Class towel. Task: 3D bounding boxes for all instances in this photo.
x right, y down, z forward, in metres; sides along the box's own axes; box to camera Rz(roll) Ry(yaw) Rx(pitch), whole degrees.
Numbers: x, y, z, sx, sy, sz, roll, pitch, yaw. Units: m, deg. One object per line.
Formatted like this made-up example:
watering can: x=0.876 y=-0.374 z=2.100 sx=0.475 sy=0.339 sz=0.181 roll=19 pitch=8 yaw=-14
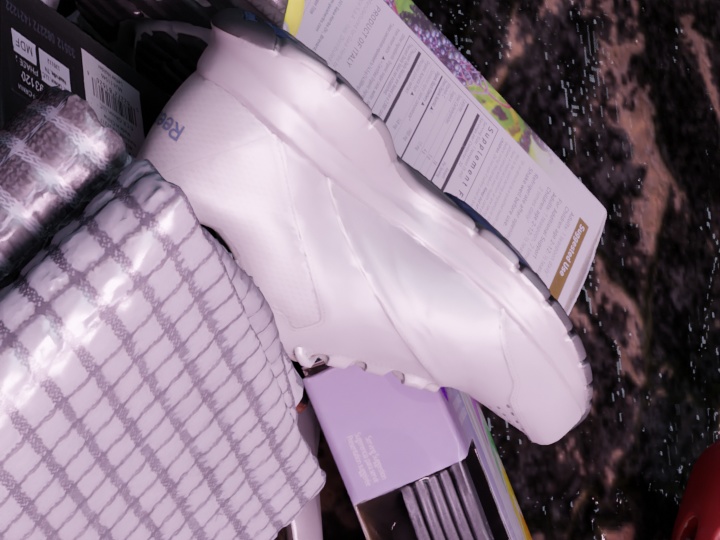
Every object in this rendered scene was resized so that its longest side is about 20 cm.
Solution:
towel: x=-0.101 y=0.056 z=0.687 sx=0.166 sy=0.085 sz=0.200 roll=-47 pitch=154 yaw=-11

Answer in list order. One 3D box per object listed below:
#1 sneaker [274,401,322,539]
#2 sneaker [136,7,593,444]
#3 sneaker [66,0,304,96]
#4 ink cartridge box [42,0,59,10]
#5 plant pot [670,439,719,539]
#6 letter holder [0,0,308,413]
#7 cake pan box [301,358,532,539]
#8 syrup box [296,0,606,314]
sneaker: x=-0.034 y=0.063 z=0.947 sx=0.084 sy=0.072 sz=0.202 roll=-9 pitch=90 yaw=-52
sneaker: x=0.000 y=0.000 z=0.792 sx=0.200 sy=0.074 sz=0.087 roll=42 pitch=90 yaw=-24
sneaker: x=-0.058 y=-0.112 z=0.869 sx=0.078 sy=0.200 sz=0.090 roll=43 pitch=78 yaw=-16
ink cartridge box: x=-0.137 y=-0.164 z=0.854 sx=0.087 sy=0.145 sz=0.201 roll=18 pitch=65 yaw=-4
plant pot: x=0.227 y=0.193 z=1.064 sx=0.200 sy=0.200 sz=0.184 roll=37 pitch=60 yaw=-29
letter holder: x=-0.129 y=-0.003 z=0.815 sx=0.200 sy=0.141 sz=0.101 roll=35 pitch=40 yaw=-58
cake pan box: x=0.038 y=0.110 z=0.920 sx=0.200 sy=0.052 sz=0.185 roll=0 pitch=66 yaw=-84
syrup box: x=0.010 y=-0.051 z=1.012 sx=0.200 sy=0.078 sz=0.082 roll=43 pitch=54 yaw=-25
